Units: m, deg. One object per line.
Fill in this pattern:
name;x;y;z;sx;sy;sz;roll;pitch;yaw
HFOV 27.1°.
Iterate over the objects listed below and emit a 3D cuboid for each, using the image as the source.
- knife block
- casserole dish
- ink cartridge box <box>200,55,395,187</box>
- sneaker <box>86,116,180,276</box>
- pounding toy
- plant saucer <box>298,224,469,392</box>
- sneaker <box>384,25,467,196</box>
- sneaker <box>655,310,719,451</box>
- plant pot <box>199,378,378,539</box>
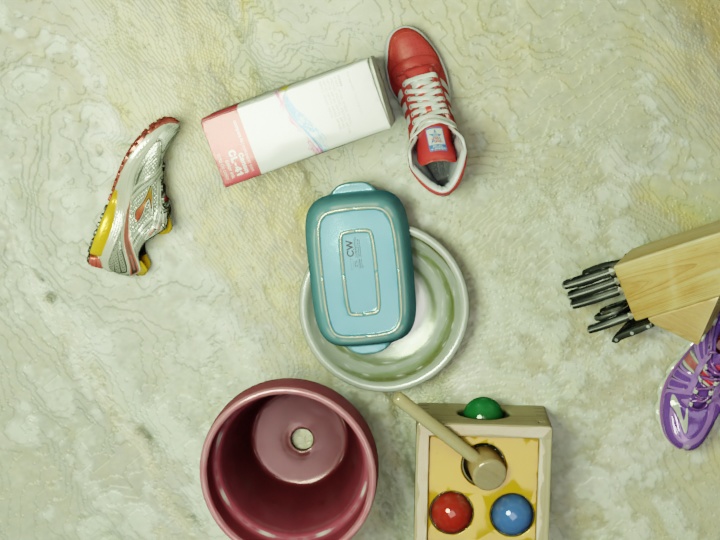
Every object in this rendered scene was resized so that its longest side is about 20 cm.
knife block;0.330;-0.003;1.686;0.175;0.064;0.201;27;121;17
casserole dish;0.000;0.000;1.702;0.120;0.039;0.201;-5;97;3
ink cartridge box;-0.067;-0.169;1.674;0.199;0.148;0.086;-17;98;6
sneaker;-0.248;-0.086;1.738;0.082;0.078;0.201;22;108;-5
pounding toy;0.127;0.226;1.728;0.183;0.142;0.201;1;99;2
plant saucer;0.028;0.040;1.751;0.199;0.050;0.202;0;99;3
sneaker;0.074;-0.179;1.684;0.071;0.112;0.201;-16;98;4
sneaker;0.403;0.117;1.730;0.080;0.083;0.201;19;100;0
plant pot;-0.077;0.211;1.716;0.199;0.179;0.201;0;99;2
